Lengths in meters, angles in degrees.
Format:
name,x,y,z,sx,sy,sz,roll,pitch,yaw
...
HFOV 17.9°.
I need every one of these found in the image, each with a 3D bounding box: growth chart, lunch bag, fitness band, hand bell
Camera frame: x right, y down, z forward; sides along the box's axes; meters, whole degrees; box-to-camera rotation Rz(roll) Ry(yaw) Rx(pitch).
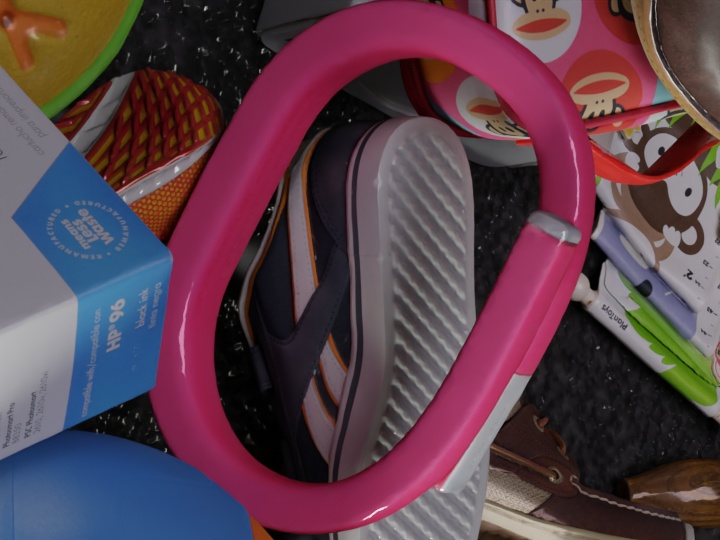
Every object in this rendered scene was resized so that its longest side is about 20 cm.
name,x,y,z,sx,sy,sz,roll,pitch,yaw
growth chart,0.163,-0.041,1.078,0.145,0.018,0.201,34,70,-27
lunch bag,0.107,-0.123,0.904,0.199,0.082,0.177,-11,97,-33
fitness band,0.000,0.000,0.827,0.201,0.143,0.037,-62,157,8
hand bell,0.213,0.102,1.078,0.199,0.104,0.105,1,88,-22

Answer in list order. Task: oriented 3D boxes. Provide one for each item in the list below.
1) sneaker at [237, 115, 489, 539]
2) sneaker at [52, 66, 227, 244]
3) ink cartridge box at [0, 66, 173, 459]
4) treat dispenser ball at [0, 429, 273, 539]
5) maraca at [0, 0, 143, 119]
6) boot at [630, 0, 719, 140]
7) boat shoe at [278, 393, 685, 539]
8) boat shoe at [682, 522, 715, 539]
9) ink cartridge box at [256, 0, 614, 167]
name,x,y,z,sx,sy,sz,roll,pitch,yaw
sneaker,0.001,0.041,0.894,0.078,0.079,0.201,3,88,-46
sneaker,-0.134,-0.003,0.850,0.199,0.073,0.077,-23,144,-18
ink cartridge box,-0.174,0.017,0.719,0.200,0.116,0.068,-25,146,-33
treat dispenser ball,-0.108,0.155,0.784,0.200,0.201,0.202,1,88,-33
maraca,-0.133,-0.136,0.826,0.137,0.107,0.200,33,80,-8
boot,0.164,-0.110,0.799,0.072,0.166,0.200,-45,117,-21
boat shoe,0.060,0.083,0.977,0.199,0.072,0.072,16,78,-24
boat shoe,0.155,0.215,1.018,0.057,0.067,0.201,10,72,-9
ink cartridge box,0.059,-0.162,0.972,0.144,0.085,0.201,25,77,-30
